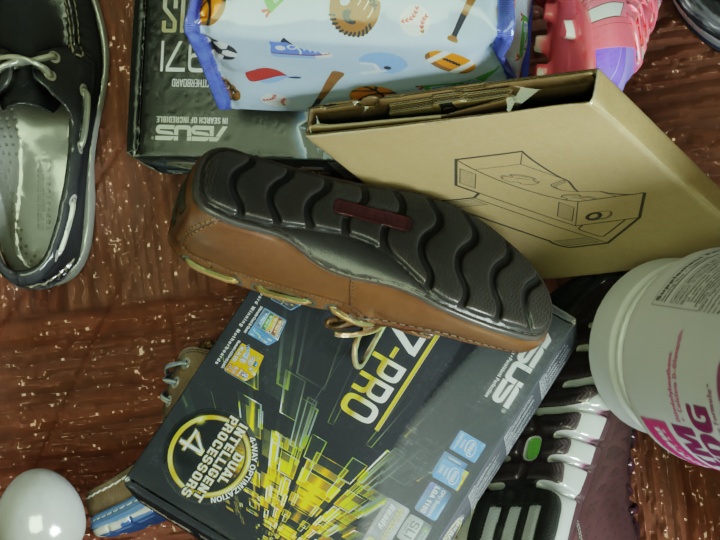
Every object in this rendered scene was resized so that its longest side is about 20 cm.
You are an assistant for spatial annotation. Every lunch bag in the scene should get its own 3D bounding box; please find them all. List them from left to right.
[{"bbox_3d":[0.007,-0.189,1.316,0.170,0.124,0.200,4,69,8],"label":"lunch bag"}]

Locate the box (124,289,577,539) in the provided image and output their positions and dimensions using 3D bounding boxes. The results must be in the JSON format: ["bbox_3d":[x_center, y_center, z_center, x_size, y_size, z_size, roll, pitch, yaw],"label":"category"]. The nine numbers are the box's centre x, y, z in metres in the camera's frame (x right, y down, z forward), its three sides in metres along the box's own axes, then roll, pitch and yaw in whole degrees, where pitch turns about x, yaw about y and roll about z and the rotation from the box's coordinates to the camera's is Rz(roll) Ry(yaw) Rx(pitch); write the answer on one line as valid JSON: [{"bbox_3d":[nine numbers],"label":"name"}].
[{"bbox_3d":[-0.004,0.074,1.376,0.161,0.049,0.200,31,77,14],"label":"box"}]

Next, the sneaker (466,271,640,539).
[{"bbox_3d":[0.124,0.107,1.423,0.076,0.116,0.200,-1,57,39],"label":"sneaker"}]

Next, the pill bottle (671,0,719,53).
[{"bbox_3d":[0.209,-0.165,1.335,0.112,0.200,0.112,0,91,8],"label":"pill bottle"}]

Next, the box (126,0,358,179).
[{"bbox_3d":[-0.018,-0.134,1.415,0.200,0.086,0.164,3,85,7],"label":"box"}]

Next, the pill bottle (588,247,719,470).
[{"bbox_3d":[0.199,0.047,1.290,0.113,0.200,0.114,-1,94,-22],"label":"pill bottle"}]

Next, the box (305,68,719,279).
[{"bbox_3d":[0.092,-0.045,1.337,0.163,0.200,0.021,-5,65,31],"label":"box"}]

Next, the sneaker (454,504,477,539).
[{"bbox_3d":[0.012,0.159,1.431,0.121,0.084,0.200,-11,88,1],"label":"sneaker"}]

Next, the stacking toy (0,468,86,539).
[{"bbox_3d":[-0.170,0.207,1.422,0.146,0.146,0.200,-6,89,8],"label":"stacking toy"}]

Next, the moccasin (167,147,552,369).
[{"bbox_3d":[0.000,0.001,1.338,0.201,0.078,0.074,13,53,-10],"label":"moccasin"}]

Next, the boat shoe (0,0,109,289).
[{"bbox_3d":[-0.184,-0.089,1.458,0.074,0.060,0.200,3,92,8],"label":"boat shoe"}]

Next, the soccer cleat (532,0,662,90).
[{"bbox_3d":[0.127,-0.134,1.354,0.076,0.200,0.067,7,116,-6],"label":"soccer cleat"}]

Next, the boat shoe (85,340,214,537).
[{"bbox_3d":[-0.074,0.074,1.449,0.200,0.072,0.072,-32,82,-3],"label":"boat shoe"}]
